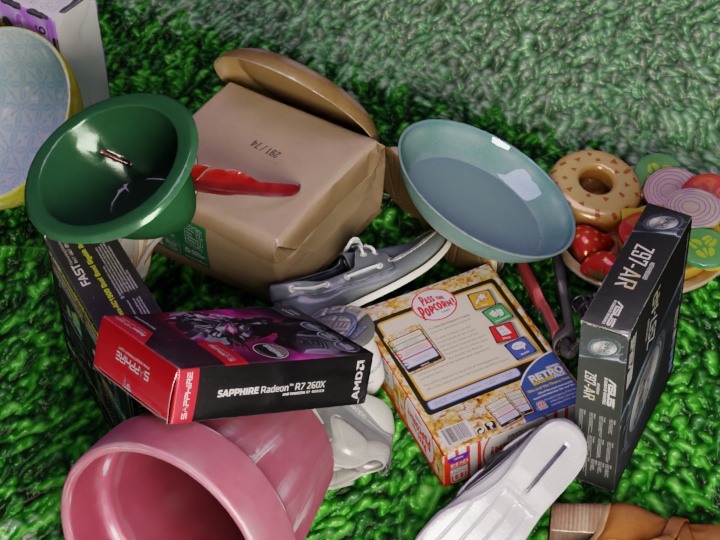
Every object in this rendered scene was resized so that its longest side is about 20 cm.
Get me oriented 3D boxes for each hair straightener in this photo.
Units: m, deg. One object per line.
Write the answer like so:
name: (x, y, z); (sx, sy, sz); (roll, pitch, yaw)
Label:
hair straightener: (0.203, 0.027, 1.500); (0.076, 0.041, 0.200); (-15, 24, 1)

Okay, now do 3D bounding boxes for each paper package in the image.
paper package: (-0.105, -0.079, 1.629); (0.198, 0.104, 0.191); (24, 50, 25)

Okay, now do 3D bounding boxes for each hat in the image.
hat: (-0.186, -0.051, 1.476); (0.197, 0.177, 0.167); (-7, 55, 19)

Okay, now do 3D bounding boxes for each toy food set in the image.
toy food set: (0.289, -0.050, 1.612); (0.195, 0.049, 0.201); (-1, 43, 3)

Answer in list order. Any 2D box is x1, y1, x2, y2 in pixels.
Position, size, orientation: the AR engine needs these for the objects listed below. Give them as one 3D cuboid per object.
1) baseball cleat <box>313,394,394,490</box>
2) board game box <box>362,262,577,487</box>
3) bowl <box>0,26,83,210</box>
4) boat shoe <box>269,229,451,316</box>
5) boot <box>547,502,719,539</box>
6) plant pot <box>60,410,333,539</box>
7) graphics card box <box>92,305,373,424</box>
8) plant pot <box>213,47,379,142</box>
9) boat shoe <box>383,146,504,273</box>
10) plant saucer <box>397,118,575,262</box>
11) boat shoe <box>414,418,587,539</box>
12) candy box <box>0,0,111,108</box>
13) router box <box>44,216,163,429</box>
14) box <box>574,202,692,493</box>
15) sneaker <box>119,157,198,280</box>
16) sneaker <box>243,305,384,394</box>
baseball cleat: (-0.063, 0.133, 1.401); (0.197, 0.070, 0.107); (13, 45, -8)
board game box: (0.100, 0.092, 1.478); (0.150, 0.047, 0.201); (-18, 46, -15)
bowl: (-0.370, -0.148, 1.696); (0.198, 0.108, 0.203); (-7, 70, 20)
boat shoe: (0.000, 0.000, 1.550); (0.199, 0.062, 0.073); (-29, 5, -19)
boot: (0.223, 0.268, 1.269); (0.153, 0.074, 0.201); (6, 46, 6)
plant pot: (-0.116, 0.187, 1.304); (0.198, 0.202, 0.179); (18, 32, 22)
graphics card box: (-0.103, 0.074, 1.300); (0.198, 0.052, 0.125); (0, 18, -39)
plant pot: (-0.062, -0.180, 1.669); (0.198, 0.200, 0.028); (24, 79, 26)
boat shoe: (0.093, -0.069, 1.625); (0.064, 0.074, 0.200); (-21, 52, -26)
plant saucer: (0.118, -0.071, 1.563); (0.198, 0.036, 0.201); (21, 36, -16)
boat shoe: (0.114, 0.207, 1.343); (0.200, 0.071, 0.072); (-41, 88, -9)
candy box: (-0.383, -0.256, 1.783); (0.198, 0.169, 0.072); (24, 48, 27)
router box: (-0.218, 0.071, 1.446); (0.062, 0.151, 0.200); (-21, 47, -19)
box: (0.235, 0.068, 1.383); (0.043, 0.202, 0.161); (17, 47, 21)
sneaker: (-0.227, -0.050, 1.534); (0.075, 0.202, 0.092); (34, 20, 21)
sneaker: (-0.067, 0.086, 1.480); (0.198, 0.088, 0.075); (1, 43, 33)
